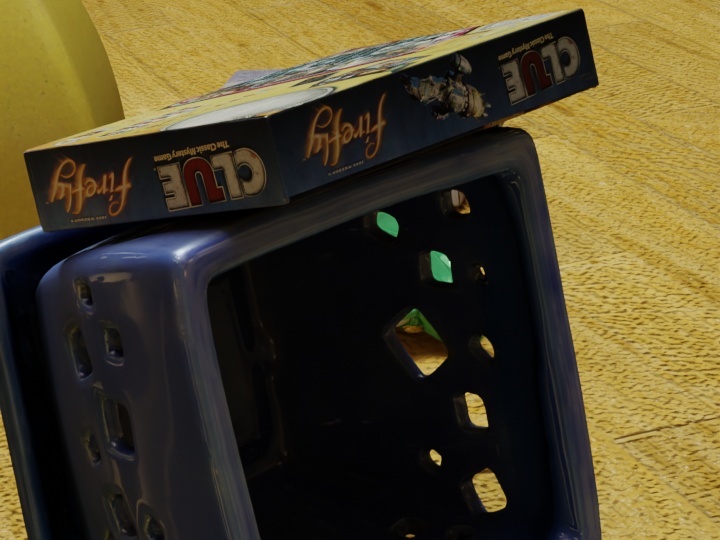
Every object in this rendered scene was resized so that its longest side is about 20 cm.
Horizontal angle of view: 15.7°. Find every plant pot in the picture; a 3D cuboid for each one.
[{"bbox_3d":[-0.230,-0.079,1.508,0.194,0.201,0.194,-5,19,-1],"label":"plant pot"},{"bbox_3d":[-0.039,0.055,1.086,0.200,0.201,0.179,-22,18,-41],"label":"plant pot"}]

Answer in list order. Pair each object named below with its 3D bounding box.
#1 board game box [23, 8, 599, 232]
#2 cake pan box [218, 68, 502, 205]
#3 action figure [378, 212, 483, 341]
[{"bbox_3d":[-0.016,-0.061,1.046,0.135,0.035,0.200,-5,12,42],"label":"board game box"},{"bbox_3d":[-0.008,-0.088,1.710,0.199,0.053,0.184,0,22,14],"label":"cake pan box"},{"bbox_3d":[0.000,0.000,1.441,0.118,0.055,0.200,-17,29,-34],"label":"action figure"}]
